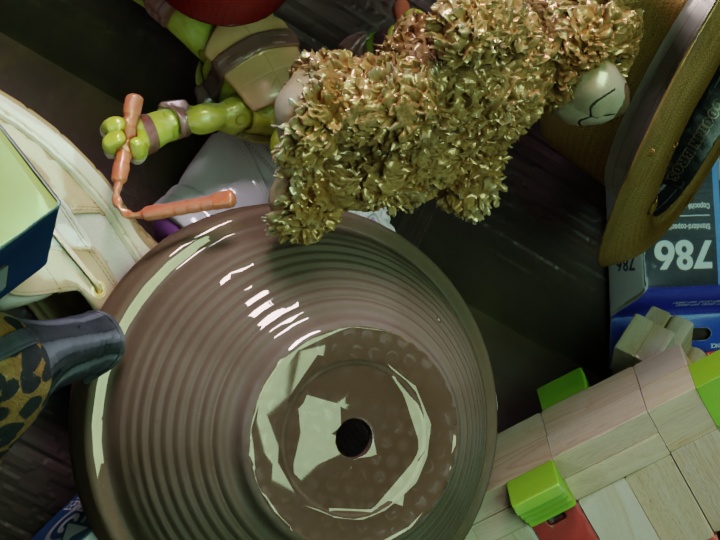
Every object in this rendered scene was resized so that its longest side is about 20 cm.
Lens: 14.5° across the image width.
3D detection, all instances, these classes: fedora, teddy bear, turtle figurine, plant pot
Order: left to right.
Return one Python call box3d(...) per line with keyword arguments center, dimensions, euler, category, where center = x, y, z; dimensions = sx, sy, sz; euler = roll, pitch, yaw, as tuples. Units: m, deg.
box3d(center=(-0.043, -0.103, 1.293), dimensions=(0.200, 0.064, 0.161), euler=(-24, 67, -13), category="turtle figurine")
box3d(center=(-0.021, 0.070, 1.244), dimensions=(0.201, 0.093, 0.201), euler=(-1, 93, -22), category="plant pot")
box3d(center=(0.043, -0.070, 1.223), dimensions=(0.200, 0.067, 0.145), euler=(-12, 134, -36), category="teddy bear")
box3d(center=(0.142, -0.102, 1.350), dimensions=(0.082, 0.201, 0.201), euler=(29, 73, 13), category="fedora")

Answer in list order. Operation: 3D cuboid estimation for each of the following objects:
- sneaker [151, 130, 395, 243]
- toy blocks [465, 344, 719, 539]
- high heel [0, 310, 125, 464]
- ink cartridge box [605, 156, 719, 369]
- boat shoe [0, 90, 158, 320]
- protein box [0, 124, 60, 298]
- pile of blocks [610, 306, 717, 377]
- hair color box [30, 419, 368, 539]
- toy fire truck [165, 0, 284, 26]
box3d(center=(0.000, 0.000, 1.341), dimensions=(0.200, 0.075, 0.100), euler=(39, 74, -22), category="sneaker")
box3d(center=(0.121, 0.132, 1.372), dimensions=(0.200, 0.100, 0.137), euler=(-28, 112, 8), category="toy blocks")
box3d(center=(-0.195, 0.088, 1.176), dimensions=(0.200, 0.143, 0.071), euler=(-45, 80, 15), category="high heel")
box3d(center=(0.175, -0.049, 1.455), dimensions=(0.099, 0.039, 0.200), euler=(-3, 92, -28), category="ink cartridge box")
box3d(center=(-0.142, -0.008, 1.267), dimensions=(0.200, 0.074, 0.069), euler=(46, 65, -21), category="boat shoe")
box3d(center=(-0.237, -0.009, 1.110), dimensions=(0.199, 0.200, 0.135), euler=(-37, 89, -10), category="protein box")
box3d(center=(0.202, 0.084, 1.432), dimensions=(0.200, 0.082, 0.062), euler=(51, 58, -29), category="pile of blocks")
box3d(center=(-0.082, 0.130, 1.306), dimensions=(0.200, 0.061, 0.100), euler=(-45, 108, -21), category="hair color box")
box3d(center=(-0.050, -0.213, 1.261), dimensions=(0.200, 0.112, 0.168), euler=(37, 54, 18), category="toy fire truck")
